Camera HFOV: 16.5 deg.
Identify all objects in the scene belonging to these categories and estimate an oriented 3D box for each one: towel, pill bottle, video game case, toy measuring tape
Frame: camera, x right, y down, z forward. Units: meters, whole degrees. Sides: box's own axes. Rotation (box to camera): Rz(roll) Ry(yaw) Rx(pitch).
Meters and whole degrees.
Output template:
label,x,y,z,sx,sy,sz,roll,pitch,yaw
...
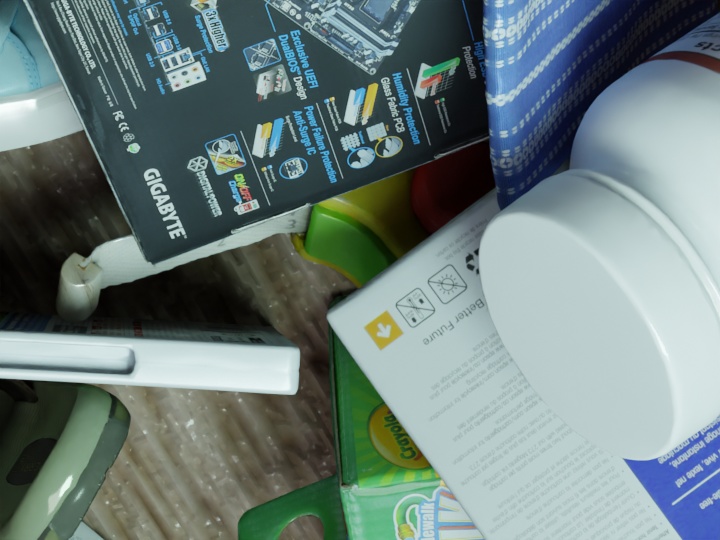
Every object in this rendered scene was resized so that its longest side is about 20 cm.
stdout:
label,x,y,z,sx,sy,sz,roll,pitch,yaw
towel,0.076,-0.133,0.740,0.024,0.145,0.200,16,128,27
pill bottle,0.137,-0.030,0.750,0.200,0.112,0.112,-33,126,-24
video game case,-0.125,0.025,0.851,0.200,0.143,0.018,4,91,-5
toy measuring tape,0.000,0.000,0.842,0.200,0.074,0.074,-17,126,-22

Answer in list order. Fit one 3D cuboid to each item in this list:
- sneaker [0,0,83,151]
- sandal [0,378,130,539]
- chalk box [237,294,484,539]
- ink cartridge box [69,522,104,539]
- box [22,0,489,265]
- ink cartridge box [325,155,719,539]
label,x,y,z,sx,sy,sz,roll,pitch,yaw
sneaker,-0.166,-0.089,0.809,0.200,0.074,0.082,1,124,-6
sandal,-0.141,0.064,0.863,0.057,0.080,0.201,28,158,-21
chalk box,0.052,0.081,0.900,0.200,0.125,0.124,-9,123,1
ink cartridge box,-0.126,0.190,0.983,0.146,0.083,0.200,-36,118,19
box,-0.023,-0.103,0.747,0.159,0.046,0.200,-21,139,0
ink cartridge box,0.084,0.066,0.799,0.095,0.037,0.200,-36,85,-1
